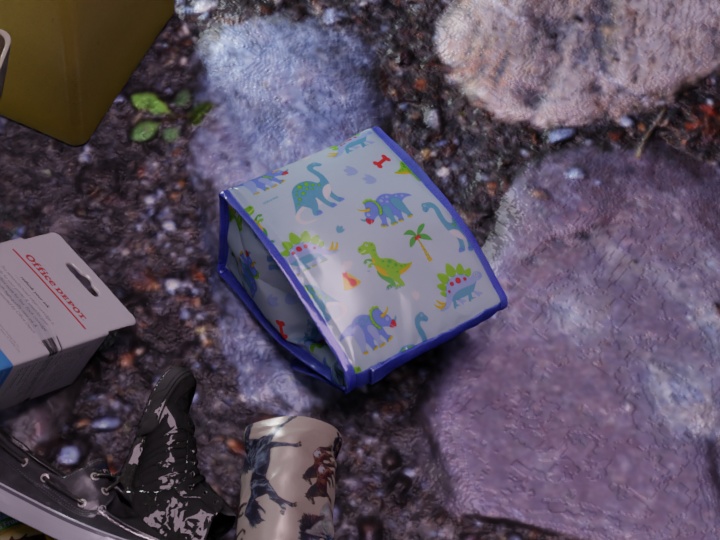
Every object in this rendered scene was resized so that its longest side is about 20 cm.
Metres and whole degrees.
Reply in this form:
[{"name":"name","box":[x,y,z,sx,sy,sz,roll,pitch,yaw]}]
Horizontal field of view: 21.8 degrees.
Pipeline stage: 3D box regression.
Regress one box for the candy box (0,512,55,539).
[{"name":"candy box","box":[-0.331,0.223,1.414,0.200,0.026,0.102,-20,57,-21]}]

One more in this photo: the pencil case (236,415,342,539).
[{"name":"pencil case","box":[-0.053,0.205,1.440,0.089,0.078,0.200,33,43,-36]}]

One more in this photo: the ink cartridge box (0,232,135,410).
[{"name":"ink cartridge box","box":[-0.285,0.044,1.486,0.116,0.068,0.200,47,29,15]}]

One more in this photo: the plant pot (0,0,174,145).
[{"name":"plant pot","box":[-0.291,-0.269,1.672,0.199,0.177,0.200,23,54,7]}]

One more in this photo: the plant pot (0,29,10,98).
[{"name":"plant pot","box":[-0.405,-0.084,1.522,0.199,0.177,0.200,12,54,-1]}]

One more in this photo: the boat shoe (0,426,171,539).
[{"name":"boat shoe","box":[-0.210,0.169,1.397,0.200,0.070,0.066,21,84,23]}]

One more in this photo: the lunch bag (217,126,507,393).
[{"name":"lunch bag","box":[0.000,0.000,1.563,0.170,0.128,0.200,-27,54,-25]}]

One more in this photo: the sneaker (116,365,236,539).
[{"name":"sneaker","box":[-0.140,0.176,1.459,0.104,0.060,0.200,19,61,8]}]
